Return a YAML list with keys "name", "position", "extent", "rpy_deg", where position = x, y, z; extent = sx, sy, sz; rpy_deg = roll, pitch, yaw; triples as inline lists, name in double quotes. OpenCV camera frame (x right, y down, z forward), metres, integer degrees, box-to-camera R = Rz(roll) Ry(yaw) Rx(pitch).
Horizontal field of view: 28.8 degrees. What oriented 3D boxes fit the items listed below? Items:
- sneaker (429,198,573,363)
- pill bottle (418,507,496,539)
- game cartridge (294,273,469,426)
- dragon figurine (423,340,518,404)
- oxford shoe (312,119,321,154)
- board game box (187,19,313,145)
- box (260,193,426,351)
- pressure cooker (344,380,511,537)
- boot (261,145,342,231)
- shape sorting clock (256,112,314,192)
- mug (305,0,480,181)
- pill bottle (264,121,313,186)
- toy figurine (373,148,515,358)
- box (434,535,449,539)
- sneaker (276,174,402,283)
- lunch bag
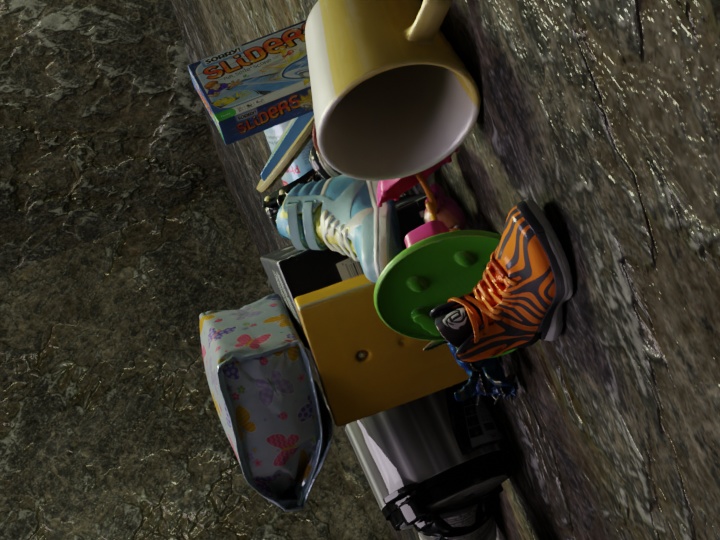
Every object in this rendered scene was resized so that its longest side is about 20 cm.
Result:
- name: "sneaker"
  position: [0.119, 0.024, 1.218]
  extent: [0.201, 0.111, 0.078]
  rpy_deg: [79, 165, -55]
- name: "pill bottle"
  position: [0.125, 0.316, 1.954]
  extent: [0.113, 0.112, 0.201]
  rpy_deg: [-121, 12, -45]
- name: "game cartridge"
  position: [0.043, 0.069, 1.527]
  extent: [0.033, 0.199, 0.177]
  rpy_deg: [-117, 9, -53]
- name: "dragon figurine"
  position: [0.122, 0.100, 1.451]
  extent: [0.200, 0.058, 0.100]
  rpy_deg: [-4, -101, -75]
- name: "oxford shoe"
  position: [0.001, -0.191, 1.492]
  extent: [0.200, 0.070, 0.074]
  rpy_deg: [121, 169, -53]
- name: "board game box"
  position: [-0.083, -0.223, 1.585]
  extent: [0.136, 0.199, 0.035]
  rpy_deg: [-123, 13, -48]
- name: "box"
  position: [0.000, 0.000, 1.644]
  extent: [0.200, 0.195, 0.118]
  rpy_deg: [-166, 53, -80]
- name: "pressure cooker"
  position: [0.090, 0.230, 1.721]
  extent: [0.179, 0.175, 0.201]
  rpy_deg: [100, 147, -70]
- name: "boot"
  position: [-0.054, -0.096, 1.676]
  extent: [0.074, 0.153, 0.203]
  rpy_deg: [67, -161, 9]
- name: "shape sorting clock"
  position: [-0.061, -0.175, 1.676]
  extent: [0.039, 0.201, 0.200]
  rpy_deg: [32, 175, -7]
- name: "mug"
  position: [0.030, -0.197, 1.267]
  extent: [0.149, 0.186, 0.154]
  rpy_deg: [29, -146, -45]
- name: "pill bottle"
  position: [-0.066, -0.163, 1.955]
  extent: [0.109, 0.108, 0.201]
  rpy_deg: [-136, 25, -71]
- name: "toy figurine"
  position: [0.086, -0.037, 1.369]
  extent: [0.200, 0.149, 0.185]
  rpy_deg: [42, -153, -43]
- name: "box"
  position: [0.167, 0.388, 1.688]
  extent: [0.199, 0.051, 0.158]
  rpy_deg: [25, 165, 3]
- name: "sneaker"
  position: [-0.024, -0.036, 1.475]
  extent: [0.200, 0.129, 0.080]
  rpy_deg: [-95, -8, -61]
- name: "lunch bag"
  position: [-0.103, 0.151, 1.593]
  extent: [0.170, 0.126, 0.202]
  rpy_deg: [-127, 26, -69]
